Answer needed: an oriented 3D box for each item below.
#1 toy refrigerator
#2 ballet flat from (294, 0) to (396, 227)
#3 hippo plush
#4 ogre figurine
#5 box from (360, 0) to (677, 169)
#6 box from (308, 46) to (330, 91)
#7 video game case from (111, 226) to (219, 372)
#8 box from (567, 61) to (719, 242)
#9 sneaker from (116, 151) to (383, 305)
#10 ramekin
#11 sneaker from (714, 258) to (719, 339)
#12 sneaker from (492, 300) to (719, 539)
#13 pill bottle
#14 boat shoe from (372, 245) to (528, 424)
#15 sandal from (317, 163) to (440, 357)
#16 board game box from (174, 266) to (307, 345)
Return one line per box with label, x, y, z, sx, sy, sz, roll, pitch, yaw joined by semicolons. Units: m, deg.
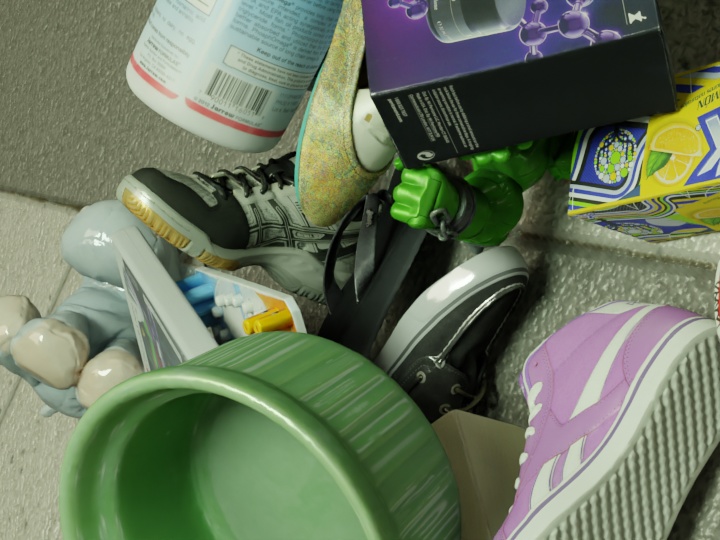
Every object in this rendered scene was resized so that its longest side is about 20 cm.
toy refrigerator;0.071;0.183;0.798;0.076;0.070;0.200;-39;50;32
ballet flat;0.014;-0.119;0.852;0.071;0.071;0.201;14;89;54
hippo plush;-0.180;0.040;1.146;0.159;0.200;0.161;23;71;23
ogre figurine;0.084;-0.095;0.830;0.098;0.120;0.201;2;67;17
box;0.072;-0.167;0.756;0.141;0.079;0.200;-11;62;11
box;0.029;-0.202;0.980;0.176;0.097;0.200;27;99;51
video game case;-0.108;0.091;0.967;0.200;0.023;0.182;-133;29;-53
box;0.197;-0.064;0.725;0.200;0.070;0.064;-13;67;50
sneaker;-0.067;-0.045;0.954;0.076;0.200;0.088;40;104;39
ramekin;-0.046;0.128;0.761;0.200;0.098;0.201;11;114;28
sneaker;0.207;0.068;0.629;0.067;0.108;0.202;-34;52;41
sneaker;0.105;0.102;0.764;0.201;0.073;0.114;-51;31;-10
pill bottle;-0.056;-0.181;0.912;0.200;0.109;0.109;-61;38;17
boat shoe;0.041;0.071;0.887;0.200;0.070;0.066;-48;63;26
sandal;0.000;0.000;0.923;0.076;0.043;0.200;-43;19;56
board game box;-0.053;0.103;0.900;0.200;0.026;0.201;13;121;68
